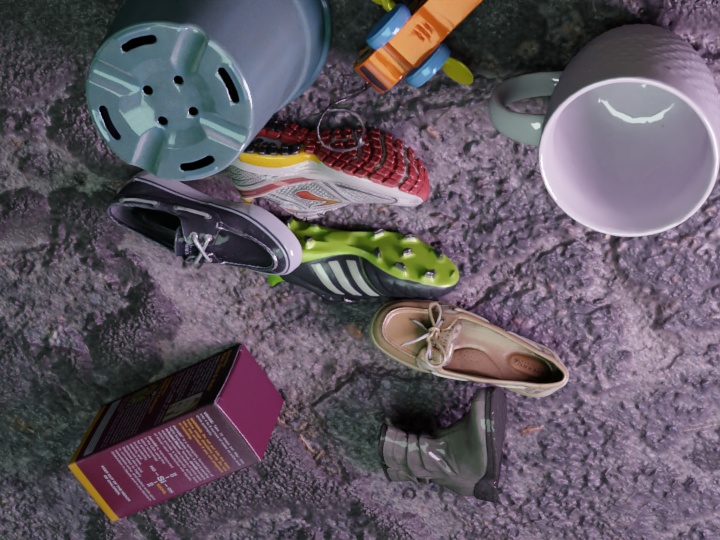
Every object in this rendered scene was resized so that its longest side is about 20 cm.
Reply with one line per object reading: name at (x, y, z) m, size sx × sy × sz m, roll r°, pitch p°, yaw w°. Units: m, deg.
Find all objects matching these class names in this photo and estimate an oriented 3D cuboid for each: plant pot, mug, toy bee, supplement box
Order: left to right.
supplement box at (-0.192, 0.171, 1.750) m, size 0.200 × 0.110 × 0.086 m, roll -24°, pitch 113°, yaw 25°
plant pot at (-0.141, -0.188, 1.472) m, size 0.200 × 0.196 × 0.200 m, roll 6°, pitch 121°, yaw 9°
toy bee at (0.029, -0.205, 1.490) m, size 0.200 × 0.109 × 0.131 m, roll -26°, pitch 105°, yaw -1°
mug at (0.210, -0.136, 1.431) m, size 0.200 × 0.175 × 0.148 m, roll 5°, pitch 121°, yaw 11°

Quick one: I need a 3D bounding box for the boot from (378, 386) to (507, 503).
boot at (0.078, 0.176, 1.682) m, size 0.131 × 0.068 × 0.200 m, roll 8°, pitch 147°, yaw 7°

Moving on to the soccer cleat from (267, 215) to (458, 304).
soccer cleat at (0.000, 0.000, 1.635) m, size 0.200 × 0.068 × 0.081 m, roll 12°, pitch 132°, yaw 14°

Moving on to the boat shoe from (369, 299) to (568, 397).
boat shoe at (0.108, 0.074, 1.634) m, size 0.200 × 0.063 × 0.073 m, roll 14°, pitch 85°, yaw -3°

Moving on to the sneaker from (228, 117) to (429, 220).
sneaker at (-0.030, -0.090, 1.584) m, size 0.200 × 0.078 × 0.082 m, roll 11°, pitch 130°, yaw 15°

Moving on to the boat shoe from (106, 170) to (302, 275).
boat shoe at (-0.154, -0.036, 1.609) m, size 0.200 × 0.068 × 0.072 m, roll 25°, pitch 134°, yaw 18°
